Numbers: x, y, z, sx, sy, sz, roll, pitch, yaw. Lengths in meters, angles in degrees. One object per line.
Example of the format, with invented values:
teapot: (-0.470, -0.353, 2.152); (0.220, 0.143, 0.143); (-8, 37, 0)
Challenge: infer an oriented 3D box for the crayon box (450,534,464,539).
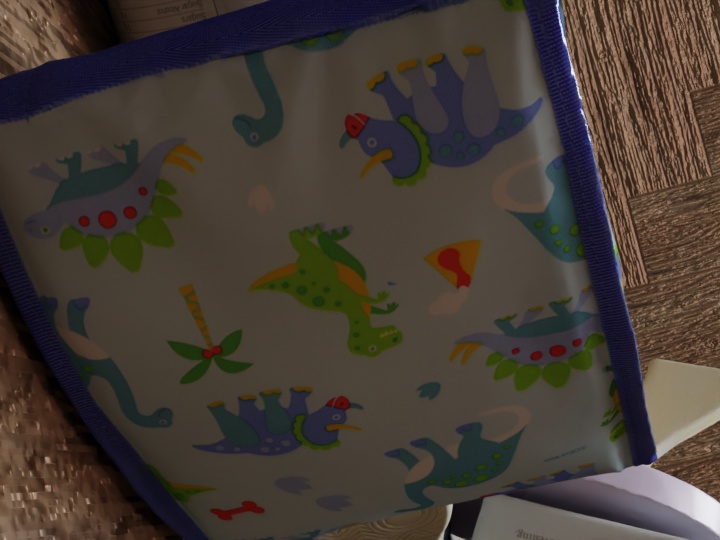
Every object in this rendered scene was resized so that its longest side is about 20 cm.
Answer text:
crayon box: (0.038, 0.159, 0.987); (0.126, 0.051, 0.202); (63, 15, -62)

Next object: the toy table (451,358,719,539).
toy table: (0.127, 0.100, 0.890); (0.184, 0.198, 0.118); (105, 1, -58)

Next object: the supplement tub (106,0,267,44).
supplement tub: (-0.037, -0.115, 0.600); (0.132, 0.130, 0.202); (-85, 159, -70)

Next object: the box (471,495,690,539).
box: (0.148, 0.256, 0.837); (0.201, 0.197, 0.173); (73, 32, -57)

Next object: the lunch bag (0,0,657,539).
lunch bag: (-0.008, -0.011, 0.458); (0.200, 0.168, 0.129); (62, 15, -57)

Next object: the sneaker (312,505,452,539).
sneaker: (0.010, 0.113, 0.783); (0.201, 0.074, 0.085); (83, -1, -55)
